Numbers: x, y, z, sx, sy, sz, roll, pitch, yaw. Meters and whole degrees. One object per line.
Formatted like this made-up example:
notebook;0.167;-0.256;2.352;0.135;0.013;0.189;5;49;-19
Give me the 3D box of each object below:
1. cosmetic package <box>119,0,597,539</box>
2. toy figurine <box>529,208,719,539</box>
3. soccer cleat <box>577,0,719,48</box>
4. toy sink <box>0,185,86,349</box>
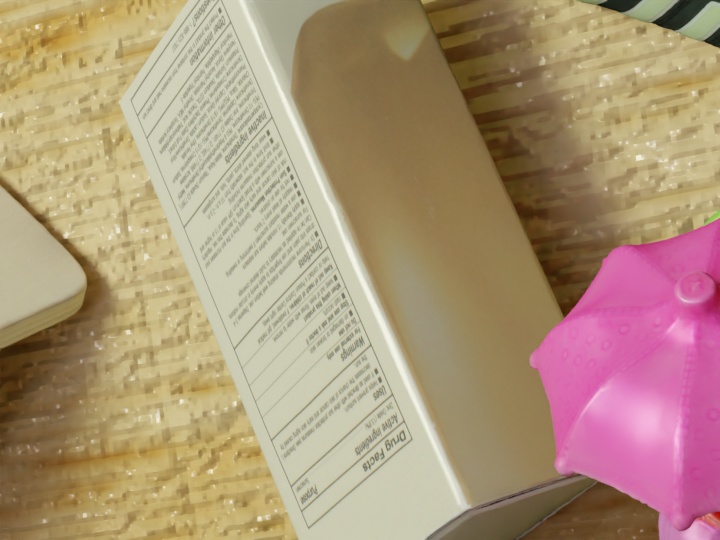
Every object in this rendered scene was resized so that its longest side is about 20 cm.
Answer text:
cosmetic package;0.000;0.000;0.789;0.105;0.071;0.201;-43;66;53
toy figurine;0.113;0.059;0.675;0.149;0.184;0.202;6;91;30
soccer cleat;0.099;-0.107;0.750;0.199;0.081;0.068;14;95;30
toy sink;-0.223;0.041;0.902;0.130;0.199;0.113;41;137;25
